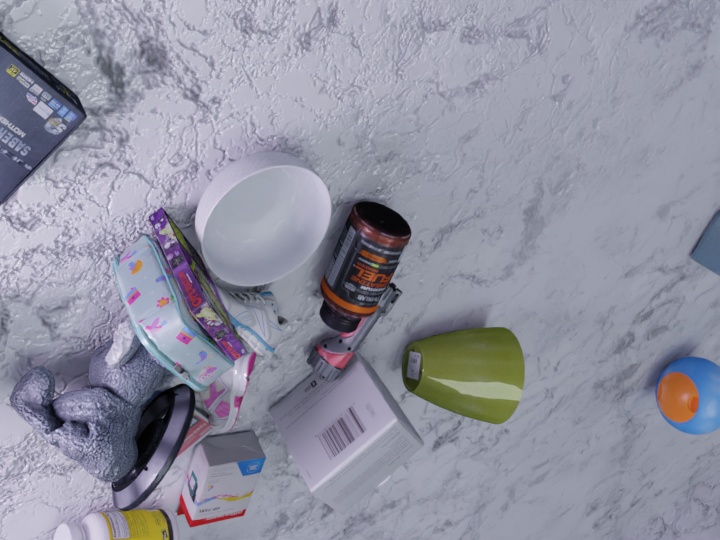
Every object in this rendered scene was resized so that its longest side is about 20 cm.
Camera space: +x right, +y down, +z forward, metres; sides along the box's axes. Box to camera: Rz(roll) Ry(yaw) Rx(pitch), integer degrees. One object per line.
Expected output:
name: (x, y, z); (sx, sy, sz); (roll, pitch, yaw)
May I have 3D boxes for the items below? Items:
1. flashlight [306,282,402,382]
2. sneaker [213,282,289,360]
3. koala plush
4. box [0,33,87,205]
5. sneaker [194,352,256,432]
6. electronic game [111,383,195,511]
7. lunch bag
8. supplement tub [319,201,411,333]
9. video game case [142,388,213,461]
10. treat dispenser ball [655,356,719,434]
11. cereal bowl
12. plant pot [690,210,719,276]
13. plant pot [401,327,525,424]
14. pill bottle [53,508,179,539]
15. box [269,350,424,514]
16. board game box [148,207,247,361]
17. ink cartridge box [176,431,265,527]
flashlight: (-0.015, 0.096, 1.418); (0.067, 0.068, 0.202); (23, 106, -42)
sneaker: (-0.177, 0.057, 1.267); (0.087, 0.075, 0.200); (-49, 143, -8)
koala plush: (-0.351, 0.174, 1.170); (0.202, 0.182, 0.178); (-52, 150, -12)
box: (-0.421, -0.180, 0.878); (0.157, 0.051, 0.200); (-41, 139, 4)
sneaker: (-0.230, 0.188, 1.333); (0.086, 0.083, 0.202); (18, 135, -6)
electronic game: (-0.310, 0.261, 1.222); (0.041, 0.201, 0.201); (35, 103, -24)
lunch bag: (-0.252, 0.063, 1.105); (0.076, 0.201, 0.161); (-33, 141, -2)
supplement tub: (0.000, 0.000, 1.305); (0.105, 0.107, 0.203); (1, 125, -36)
video game case: (-0.344, 0.259, 1.351); (0.142, 0.018, 0.201); (-39, 139, 0)
treat dispenser ball: (0.893, 0.334, 2.186); (0.197, 0.202, 0.204); (-20, 136, -20)
cereal bowl: (-0.143, -0.082, 1.145); (0.196, 0.084, 0.203); (-20, 135, -20)
plant pot: (0.918, -0.077, 1.856); (0.192, 0.196, 0.204); (-4, 121, -33)
plant pot: (0.185, 0.194, 1.583); (0.195, 0.189, 0.190); (8, 123, -22)
pill bottle: (-0.422, 0.476, 1.414); (0.197, 0.113, 0.114); (10, 120, -41)
box: (-0.026, 0.282, 1.466); (0.198, 0.201, 0.131); (-39, 137, 1)
board game box: (-0.218, 0.017, 1.088); (0.032, 0.201, 0.121); (-35, 139, 0)
ink cartridge box: (-0.258, 0.396, 1.497); (0.114, 0.068, 0.203); (-2, 128, -34)
